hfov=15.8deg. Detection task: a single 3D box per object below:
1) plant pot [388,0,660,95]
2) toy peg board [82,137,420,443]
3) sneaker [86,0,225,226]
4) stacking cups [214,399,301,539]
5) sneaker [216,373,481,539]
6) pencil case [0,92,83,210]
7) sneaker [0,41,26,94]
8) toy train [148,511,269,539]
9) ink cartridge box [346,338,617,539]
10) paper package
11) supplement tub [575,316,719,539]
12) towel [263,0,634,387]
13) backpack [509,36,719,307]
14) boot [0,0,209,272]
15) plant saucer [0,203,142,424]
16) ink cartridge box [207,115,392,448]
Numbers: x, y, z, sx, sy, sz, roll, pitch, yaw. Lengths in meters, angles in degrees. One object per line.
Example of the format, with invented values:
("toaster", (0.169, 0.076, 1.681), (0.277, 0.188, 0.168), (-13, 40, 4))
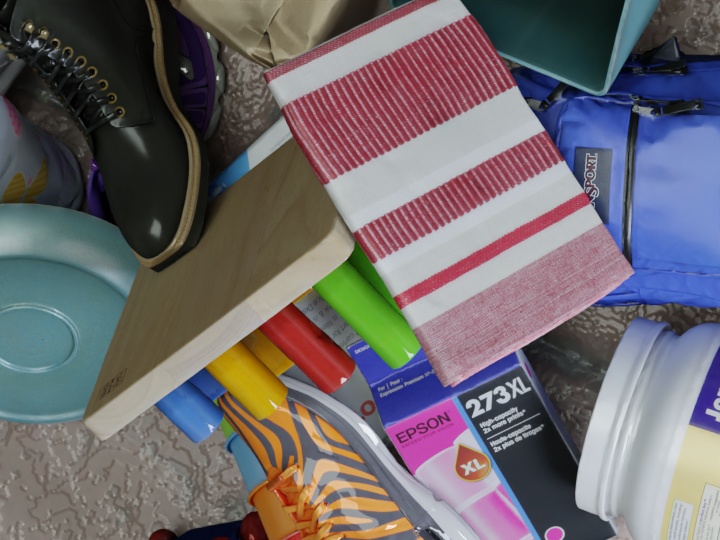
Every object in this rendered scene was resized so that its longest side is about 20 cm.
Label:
("plant pot", (0.132, -0.230, 1.526), (0.141, 0.200, 0.142), (24, 131, 15))
("toy peg board", (-0.045, 0.017, 1.534), (0.199, 0.200, 0.098), (-37, 109, 24))
("sneaker", (-0.138, -0.084, 1.690), (0.080, 0.083, 0.201), (3, 92, 17))
("stacking cups", (-0.053, 0.118, 1.657), (0.060, 0.060, 0.201), (-33, 64, 17))
("sneaker", (-0.025, 0.152, 1.574), (0.200, 0.078, 0.112), (39, 61, 0))
("pencil case", (-0.245, -0.076, 1.663), (0.091, 0.200, 0.083), (40, 87, 17))
("sneaker", (-0.254, -0.160, 1.704), (0.200, 0.088, 0.076), (-32, 51, 22))
("toy train", (-0.109, 0.231, 1.644), (0.084, 0.200, 0.116), (-12, 95, 17))
("ink cartridge box", (0.077, 0.106, 1.601), (0.094, 0.037, 0.200), (-26, 120, 9))
("paper package", (-0.005, -0.219, 1.578), (0.103, 0.200, 0.191), (32, 103, 13))
("supplement tub", (0.242, 0.115, 1.552), (0.199, 0.145, 0.146), (18, 99, 15))
("towel", (0.048, -0.049, 1.444), (0.201, 0.144, 0.023), (59, 148, 5))
("backpack", (0.160, -0.059, 1.557), (0.199, 0.168, 0.163), (4, 90, 17))
("boot", (-0.171, -0.104, 1.583), (0.077, 0.138, 0.201), (-34, 55, 27))
("plant saucer", (-0.214, 0.037, 1.682), (0.199, 0.028, 0.201), (0, 135, 0))
("ink cartridge box", (0.000, 0.000, 1.652), (0.144, 0.085, 0.200), (-41, 81, 17))
